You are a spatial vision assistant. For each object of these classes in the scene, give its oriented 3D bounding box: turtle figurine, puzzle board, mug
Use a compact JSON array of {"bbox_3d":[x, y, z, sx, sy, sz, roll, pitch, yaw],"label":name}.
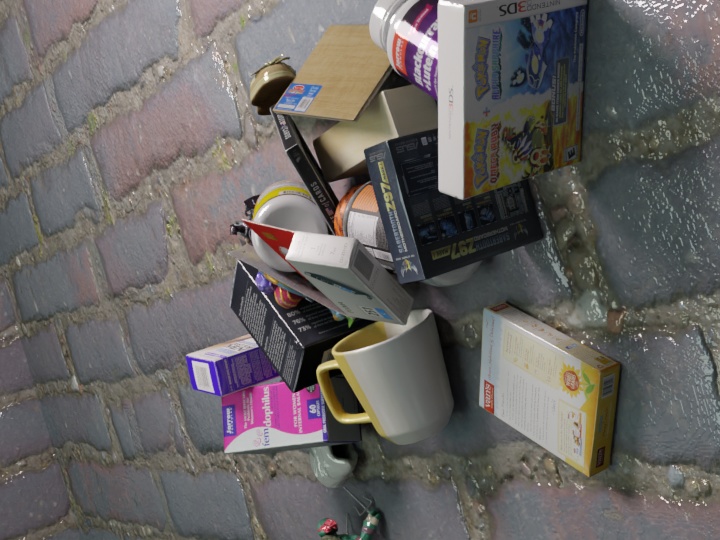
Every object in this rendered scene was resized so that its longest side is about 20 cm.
[{"bbox_3d":[-0.013,0.464,1.849,0.201,0.100,0.150,58,146,12],"label":"turtle figurine"},{"bbox_3d":[-0.021,-0.260,1.493,0.017,0.151,0.199,40,166,-34],"label":"puzzle board"},{"bbox_3d":[0.048,0.152,1.572,0.186,0.149,0.154,-6,108,62],"label":"mug"}]

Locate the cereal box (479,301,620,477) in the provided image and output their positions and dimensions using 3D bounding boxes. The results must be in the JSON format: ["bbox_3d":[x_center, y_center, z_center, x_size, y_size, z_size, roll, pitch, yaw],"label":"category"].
[{"bbox_3d":[0.223,0.140,1.377,0.200,0.039,0.145,32,130,47],"label":"cereal box"}]

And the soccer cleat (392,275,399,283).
[{"bbox_3d":[0.000,0.000,1.633,0.085,0.069,0.200,56,166,-29],"label":"soccer cleat"}]

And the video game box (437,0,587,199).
[{"bbox_3d":[0.159,-0.192,1.183,0.047,0.181,0.202,27,127,49],"label":"video game box"}]

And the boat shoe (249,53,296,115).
[{"bbox_3d":[-0.131,-0.274,1.652,0.200,0.073,0.063,156,103,-80],"label":"boat shoe"}]

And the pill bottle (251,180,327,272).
[{"bbox_3d":[-0.104,-0.071,1.660,0.200,0.108,0.110,-105,6,-77],"label":"pill bottle"}]

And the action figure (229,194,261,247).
[{"bbox_3d":[-0.167,-0.045,1.866,0.130,0.069,0.200,50,147,17],"label":"action figure"}]

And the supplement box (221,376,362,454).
[{"bbox_3d":[-0.110,0.229,1.781,0.199,0.103,0.102,-13,77,30],"label":"supplement box"}]

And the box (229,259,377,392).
[{"bbox_3d":[-0.085,0.063,1.716,0.200,0.147,0.105,51,143,33],"label":"box"}]

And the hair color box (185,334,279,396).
[{"bbox_3d":[-0.166,0.139,1.825,0.109,0.199,0.065,2,105,56],"label":"hair color box"}]

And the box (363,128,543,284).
[{"bbox_3d":[0.109,-0.085,1.295,0.051,0.199,0.159,-13,95,53],"label":"box"}]

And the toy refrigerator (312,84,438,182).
[{"bbox_3d":[0.018,-0.183,1.506,0.200,0.075,0.071,-24,85,59],"label":"toy refrigerator"}]

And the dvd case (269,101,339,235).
[{"bbox_3d":[-0.062,-0.122,1.576,0.201,0.025,0.151,59,-175,-32],"label":"dvd case"}]

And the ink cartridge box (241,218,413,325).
[{"bbox_3d":[-0.045,0.005,1.474,0.175,0.200,0.045,10,71,28],"label":"ink cartridge box"}]

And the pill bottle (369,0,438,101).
[{"bbox_3d":[0.100,-0.256,1.310,0.200,0.111,0.112,41,137,40],"label":"pill bottle"}]

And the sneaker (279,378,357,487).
[{"bbox_3d":[-0.061,0.247,1.849,0.201,0.078,0.099,56,137,12],"label":"sneaker"}]

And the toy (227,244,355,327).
[{"bbox_3d":[-0.095,0.030,1.621,0.199,0.115,0.048,25,99,4],"label":"toy"}]

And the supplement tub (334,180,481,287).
[{"bbox_3d":[0.059,-0.053,1.460,0.199,0.122,0.124,16,118,54],"label":"supplement tub"}]
